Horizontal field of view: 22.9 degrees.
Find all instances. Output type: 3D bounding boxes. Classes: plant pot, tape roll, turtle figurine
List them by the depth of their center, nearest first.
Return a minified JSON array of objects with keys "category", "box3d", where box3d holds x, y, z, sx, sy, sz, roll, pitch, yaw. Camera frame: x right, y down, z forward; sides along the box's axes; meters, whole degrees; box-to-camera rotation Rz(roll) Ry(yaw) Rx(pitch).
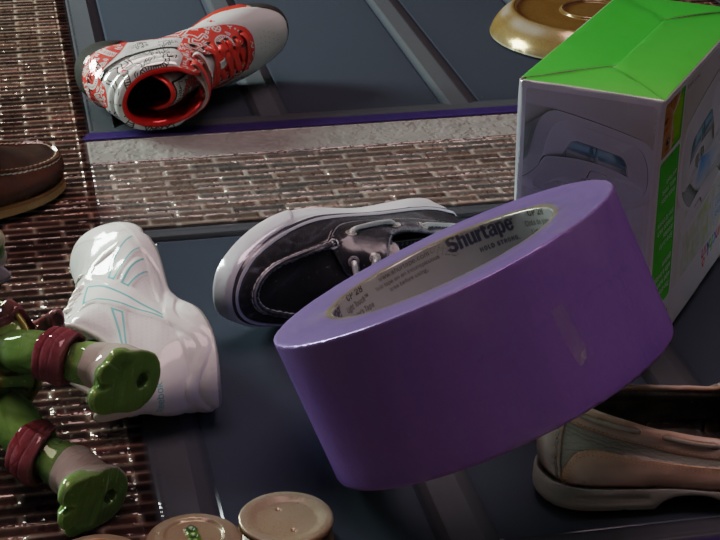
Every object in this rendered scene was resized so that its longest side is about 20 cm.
[{"category":"turtle figurine","box3d":[-0.216,0.053,0.933,0.193,0.201,0.145,22,66,31]},{"category":"tape roll","box3d":[0.060,0.032,0.944,0.198,0.086,0.200,-24,9,4]},{"category":"plant pot","box3d":[0.224,-0.241,1.713,0.197,0.028,0.200,0,24,0]}]

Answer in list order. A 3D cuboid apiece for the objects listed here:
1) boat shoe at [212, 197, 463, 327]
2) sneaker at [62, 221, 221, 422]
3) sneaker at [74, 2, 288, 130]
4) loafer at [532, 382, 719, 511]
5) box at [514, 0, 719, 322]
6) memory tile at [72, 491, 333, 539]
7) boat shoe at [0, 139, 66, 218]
[{"category":"boat shoe","box3d":[0.000,0.000,1.140,0.198,0.073,0.068,-10,24,-38]},{"category":"sneaker","box3d":[-0.151,0.027,1.072,0.079,0.071,0.200,-13,28,-21]},{"category":"sneaker","box3d":[-0.133,-0.170,1.506,0.199,0.068,0.108,-16,30,-24]},{"category":"loafer","box3d":[0.190,0.086,0.954,0.197,0.064,0.072,-5,24,-11]},{"category":"box","box3d":[0.171,-0.063,1.142,0.096,0.178,0.200,11,26,23]},{"category":"memory tile","box3d":[-0.060,0.168,0.829,0.151,0.017,0.200,-7,25,-17]},{"category":"boat shoe","box3d":[-0.299,-0.068,1.279,0.199,0.071,0.070,-20,30,-40]}]
